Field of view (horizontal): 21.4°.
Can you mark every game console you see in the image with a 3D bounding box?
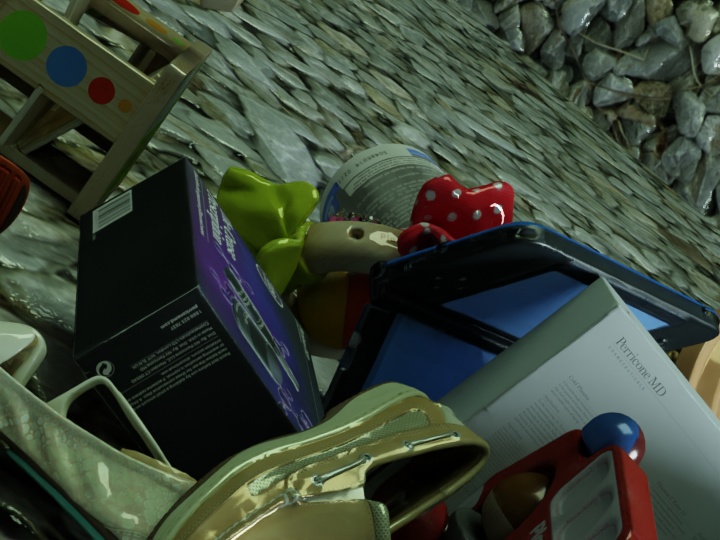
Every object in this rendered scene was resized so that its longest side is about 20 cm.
[{"bbox_3d":[0.093,0.069,1.123,0.200,0.171,0.118,22,60,-42],"label":"game console"}]

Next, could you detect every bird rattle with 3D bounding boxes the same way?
[{"bbox_3d":[0.000,0.000,1.223,0.200,0.163,0.113,-4,58,-7],"label":"bird rattle"}]

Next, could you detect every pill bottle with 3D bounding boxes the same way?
[{"bbox_3d":[0.052,-0.008,1.528,0.114,0.114,0.200,26,17,-36],"label":"pill bottle"}]

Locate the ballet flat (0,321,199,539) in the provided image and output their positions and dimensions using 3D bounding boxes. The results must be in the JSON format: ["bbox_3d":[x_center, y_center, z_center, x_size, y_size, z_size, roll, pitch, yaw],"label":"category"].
[{"bbox_3d":[-0.155,0.063,0.908,0.200,0.062,0.067,40,-11,6],"label":"ballet flat"}]

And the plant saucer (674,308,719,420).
[{"bbox_3d":[0.265,0.120,1.248,0.032,0.200,0.200,-2,-18,45],"label":"plant saucer"}]

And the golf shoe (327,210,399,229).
[{"bbox_3d":[0.051,0.035,1.394,0.200,0.092,0.073,26,22,-3],"label":"golf shoe"}]

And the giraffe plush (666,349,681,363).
[{"bbox_3d":[0.223,0.115,1.313,0.162,0.200,0.173,42,8,-48],"label":"giraffe plush"}]

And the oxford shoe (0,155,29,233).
[{"bbox_3d":[-0.265,-0.061,1.046,0.073,0.071,0.200,40,14,32],"label":"oxford shoe"}]

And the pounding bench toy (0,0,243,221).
[{"bbox_3d":[-0.186,-0.167,1.298,0.156,0.200,0.124,36,14,-5],"label":"pounding bench toy"}]

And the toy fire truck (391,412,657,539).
[{"bbox_3d":[0.078,0.147,0.944,0.112,0.168,0.200,47,16,-8],"label":"toy fire truck"}]

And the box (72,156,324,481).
[{"bbox_3d":[-0.085,0.042,1.033,0.141,0.079,0.200,60,5,-23],"label":"box"}]

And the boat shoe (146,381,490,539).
[{"bbox_3d":[-0.017,0.114,0.896,0.076,0.072,0.200,22,41,37],"label":"boat shoe"}]

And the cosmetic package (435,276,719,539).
[{"bbox_3d":[0.139,0.125,1.086,0.200,0.151,0.052,50,11,-20],"label":"cosmetic package"}]
